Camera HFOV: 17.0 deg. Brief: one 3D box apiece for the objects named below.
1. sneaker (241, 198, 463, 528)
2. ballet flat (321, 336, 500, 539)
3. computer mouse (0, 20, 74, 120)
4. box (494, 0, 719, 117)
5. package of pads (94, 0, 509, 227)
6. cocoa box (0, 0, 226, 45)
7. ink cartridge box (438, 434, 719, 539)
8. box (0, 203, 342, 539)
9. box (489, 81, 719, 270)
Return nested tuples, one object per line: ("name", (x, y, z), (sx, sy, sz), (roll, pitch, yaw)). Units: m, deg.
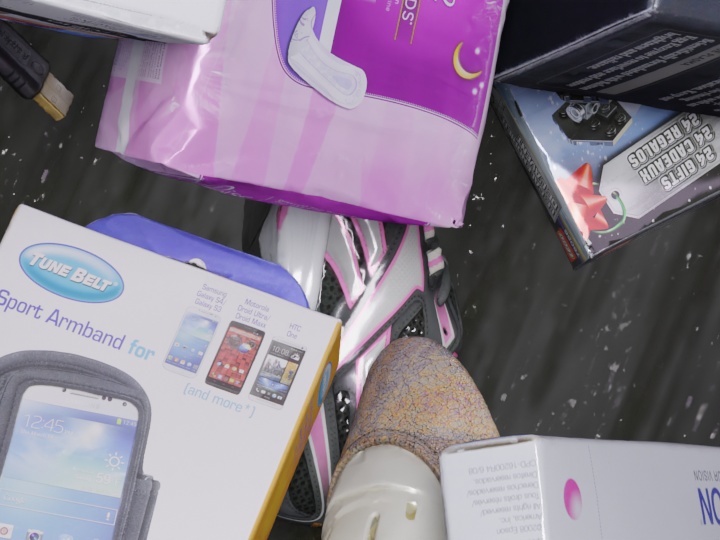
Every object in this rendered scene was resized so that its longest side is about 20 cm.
("sneaker", (0.000, 0.000, 0.881), (0.086, 0.080, 0.202), (16, 89, -15))
("ballet flat", (0.019, 0.118, 0.791), (0.067, 0.068, 0.202), (6, 68, -49))
("computer mouse", (-0.143, -0.006, 0.866), (0.200, 0.046, 0.141), (46, 70, -15))
("box", (0.160, -0.156, 0.823), (0.198, 0.117, 0.199), (7, 81, -23))
("package of pads", (-0.006, -0.120, 0.785), (0.120, 0.076, 0.202), (11, 92, -26))
("cocoa box", (-0.102, -0.178, 0.712), (0.132, 0.131, 0.202), (11, 91, -25))
("ink cartridge box", (0.094, 0.158, 0.804), (0.043, 0.196, 0.202), (-11, 81, 27))
("box", (-0.087, 0.067, 0.779), (0.118, 0.042, 0.201), (19, 66, 6))
("box", (0.140, -0.105, 0.916), (0.199, 0.040, 0.138), (-26, 85, -9))
